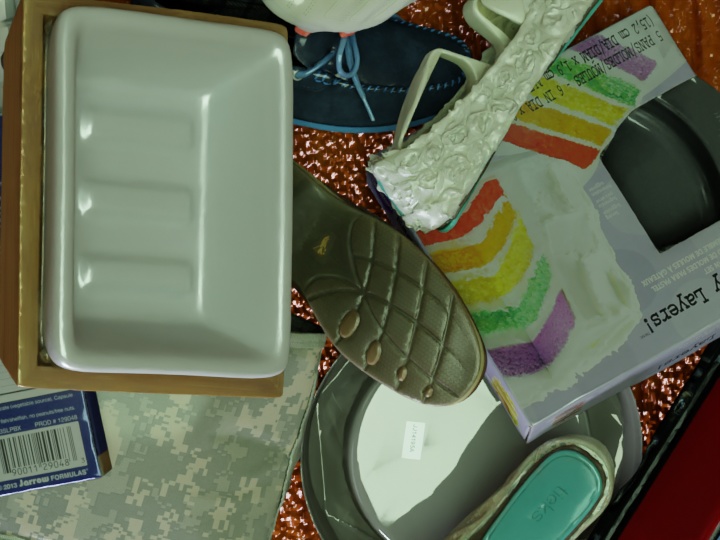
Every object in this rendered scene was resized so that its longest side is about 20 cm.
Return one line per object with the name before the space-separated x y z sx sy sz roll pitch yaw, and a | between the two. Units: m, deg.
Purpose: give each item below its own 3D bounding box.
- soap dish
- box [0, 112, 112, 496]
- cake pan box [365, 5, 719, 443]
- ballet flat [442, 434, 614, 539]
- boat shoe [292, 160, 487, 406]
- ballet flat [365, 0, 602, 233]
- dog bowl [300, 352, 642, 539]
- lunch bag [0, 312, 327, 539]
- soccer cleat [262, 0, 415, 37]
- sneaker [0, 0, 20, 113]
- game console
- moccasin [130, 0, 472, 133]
soap dish | -0.114 -0.035 1.371 0.157 0.081 0.200 4 84 -35
box | -0.212 0.022 1.409 0.121 0.032 0.200 -11 95 7
cake pan box | 0.132 -0.028 1.494 0.200 0.052 0.184 -27 79 -9
ballet flat | 0.072 0.171 1.501 0.200 0.062 0.067 -43 88 8
boat shoe | -0.001 0.000 1.475 0.200 0.068 0.072 41 100 21
ballet flat | 0.072 -0.112 1.449 0.072 0.072 0.200 38 74 -12
dog bowl | 0.061 0.102 1.548 0.200 0.059 0.200 -1 100 -7
lunch bag | -0.129 0.084 1.490 0.200 0.118 0.164 16 97 -5
soccer cleat | 0.031 -0.178 1.445 0.200 0.078 0.069 -14 66 -36
sneaker | -0.146 -0.111 1.452 0.115 0.075 0.200 4 104 4
game console | 0.209 0.146 1.502 0.172 0.119 0.200 35 87 -44
moccasin | -0.033 -0.122 1.475 0.200 0.080 0.068 1 139 -9
